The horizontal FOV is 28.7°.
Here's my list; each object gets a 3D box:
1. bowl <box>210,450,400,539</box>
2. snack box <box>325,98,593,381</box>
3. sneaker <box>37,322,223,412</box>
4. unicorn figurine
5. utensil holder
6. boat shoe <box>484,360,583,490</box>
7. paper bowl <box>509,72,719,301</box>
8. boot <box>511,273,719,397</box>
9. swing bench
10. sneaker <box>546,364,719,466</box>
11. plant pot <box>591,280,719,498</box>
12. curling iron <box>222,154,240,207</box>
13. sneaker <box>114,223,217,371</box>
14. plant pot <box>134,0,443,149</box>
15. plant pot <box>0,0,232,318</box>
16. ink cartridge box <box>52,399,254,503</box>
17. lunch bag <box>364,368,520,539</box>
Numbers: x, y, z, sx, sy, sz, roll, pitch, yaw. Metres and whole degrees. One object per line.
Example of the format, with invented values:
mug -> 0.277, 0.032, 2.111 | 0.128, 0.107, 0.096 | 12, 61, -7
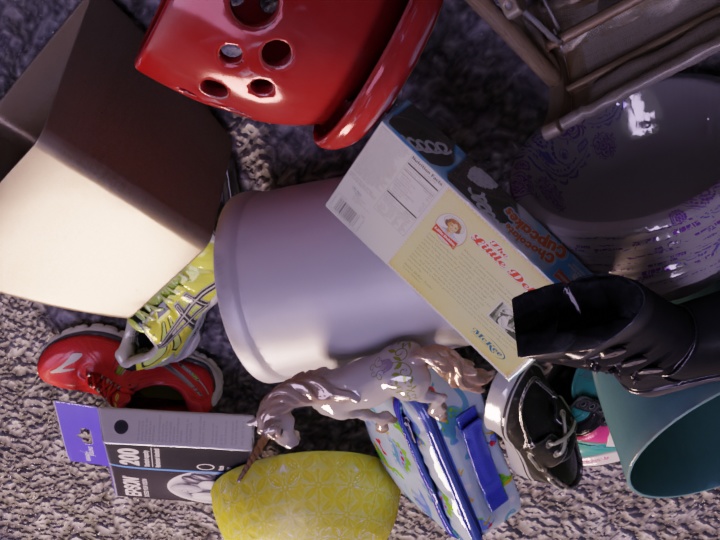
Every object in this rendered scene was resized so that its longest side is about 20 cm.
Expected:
bowl -> -0.051, 0.268, 1.425 | 0.198, 0.108, 0.201 | -5, 152, -3
snack box -> 0.074, -0.020, 1.046 | 0.200, 0.037, 0.116 | 44, 142, 4
sneaker -> -0.239, 0.111, 1.421 | 0.198, 0.085, 0.077 | 7, 128, 11
unicorn figurine -> 0.001, 0.103, 1.161 | 0.199, 0.074, 0.137 | -35, 150, 18
utensil holder -> 0.000, 0.000, 1.207 | 0.198, 0.171, 0.171 | -9, 125, 20
boat shoe -> 0.158, 0.133, 1.221 | 0.063, 0.071, 0.200 | 23, 161, 28
paper bowl -> 0.221, -0.054, 1.074 | 0.199, 0.201, 0.105 | -9, 126, 23
boot -> 0.213, 0.031, 0.956 | 0.164, 0.066, 0.200 | -28, 151, 24
swing bench -> 0.172, -0.232, 0.991 | 0.198, 0.130, 0.200 | -25, 118, 31
sneaker -> 0.243, 0.105, 1.279 | 0.199, 0.084, 0.121 | -23, 128, 32
plant pot -> 0.277, 0.065, 1.153 | 0.199, 0.162, 0.201 | -16, 148, -10
curling iron -> -0.103, -0.021, 1.316 | 0.049, 0.026, 0.201 | -14, 121, 0
sneaker -> -0.177, 0.026, 1.328 | 0.075, 0.076, 0.201 | 38, 132, 20
plant pot -> -0.049, -0.198, 1.043 | 0.182, 0.201, 0.201 | 28, 131, -14
plant pot -> -0.224, -0.079, 1.206 | 0.176, 0.201, 0.199 | 32, 131, -25
ink cartridge box -> -0.209, 0.189, 1.432 | 0.198, 0.044, 0.198 | 6, 155, -3
lunch bag -> 0.067, 0.151, 1.316 | 0.160, 0.082, 0.201 | 31, 150, 51
